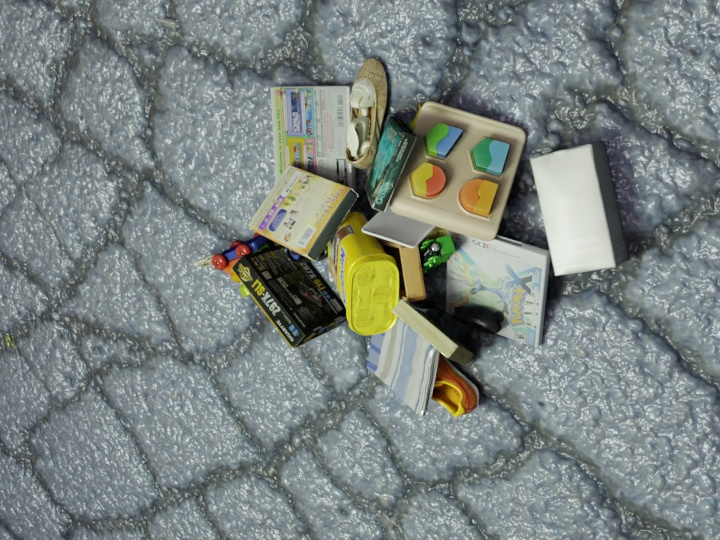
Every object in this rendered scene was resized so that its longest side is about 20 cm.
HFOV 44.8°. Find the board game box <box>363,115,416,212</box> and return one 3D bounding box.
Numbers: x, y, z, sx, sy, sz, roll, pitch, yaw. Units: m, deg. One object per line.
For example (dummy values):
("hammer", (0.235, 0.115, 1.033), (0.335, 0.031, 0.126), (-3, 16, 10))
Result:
("board game box", (0.047, -0.186, 1.501), (0.028, 0.200, 0.136), (21, 104, -10))

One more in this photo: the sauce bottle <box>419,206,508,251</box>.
("sauce bottle", (0.165, -0.077, 1.536), (0.200, 0.066, 0.066), (-19, 91, 32))

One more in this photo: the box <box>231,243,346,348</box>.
("box", (-0.133, 0.042, 1.695), (0.200, 0.160, 0.049), (51, 122, 11))

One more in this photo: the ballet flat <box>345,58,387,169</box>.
("ballet flat", (0.007, -0.281, 1.583), (0.070, 0.065, 0.200), (11, 107, 33))

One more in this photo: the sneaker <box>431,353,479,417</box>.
("sneaker", (0.131, 0.190, 1.611), (0.200, 0.077, 0.073), (36, 120, 31))

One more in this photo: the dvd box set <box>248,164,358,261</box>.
("dvd box set", (-0.109, -0.110, 1.614), (0.200, 0.029, 0.146), (25, 80, 47))

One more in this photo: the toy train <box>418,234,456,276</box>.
("toy train", (0.120, -0.018, 1.524), (0.200, 0.056, 0.042), (123, 130, -74))

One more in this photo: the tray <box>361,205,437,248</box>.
("tray", (0.097, -0.099, 1.502), (0.107, 0.200, 0.022), (20, 134, 27))

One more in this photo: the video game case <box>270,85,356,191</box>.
("video game case", (-0.090, -0.253, 1.679), (0.182, 0.022, 0.200), (7, 106, 31))

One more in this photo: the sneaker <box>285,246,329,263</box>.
("sneaker", (-0.121, -0.072, 1.685), (0.199, 0.115, 0.081), (25, 113, 25))

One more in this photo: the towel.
("towel", (0.075, 0.163, 1.617), (0.200, 0.024, 0.147), (38, 125, 50))

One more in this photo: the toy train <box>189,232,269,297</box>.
("toy train", (-0.257, 0.005, 1.819), (0.200, 0.085, 0.116), (-20, 104, 34))

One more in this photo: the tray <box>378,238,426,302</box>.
("tray", (0.064, -0.008, 1.558), (0.200, 0.037, 0.099), (-158, 57, -75))

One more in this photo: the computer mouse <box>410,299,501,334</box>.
("computer mouse", (0.165, 0.069, 1.555), (0.200, 0.059, 0.034), (19, 78, 34))

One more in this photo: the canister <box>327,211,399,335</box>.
("canister", (0.000, 0.000, 1.556), (0.200, 0.086, 0.149), (-116, 23, -57))

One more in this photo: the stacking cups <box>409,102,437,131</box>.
("stacking cups", (0.089, -0.201, 1.564), (0.060, 0.060, 0.200), (40, 125, 18))

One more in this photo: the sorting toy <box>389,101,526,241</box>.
("sorting toy", (0.162, -0.167, 1.448), (0.185, 0.036, 0.200), (18, 81, 5))

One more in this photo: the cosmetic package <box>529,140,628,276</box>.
("cosmetic package", (0.351, -0.099, 1.400), (0.107, 0.090, 0.200), (-8, 95, 32))

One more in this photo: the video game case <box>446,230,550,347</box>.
("video game case", (0.231, 0.025, 1.502), (0.182, 0.022, 0.200), (20, 133, 27))

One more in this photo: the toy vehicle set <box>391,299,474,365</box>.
("toy vehicle set", (0.130, 0.111, 1.526), (0.124, 0.200, 0.027), (40, 92, 18))
